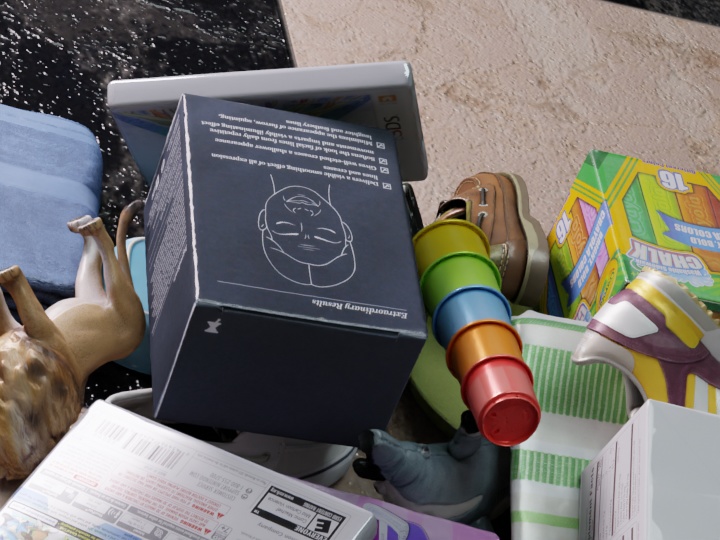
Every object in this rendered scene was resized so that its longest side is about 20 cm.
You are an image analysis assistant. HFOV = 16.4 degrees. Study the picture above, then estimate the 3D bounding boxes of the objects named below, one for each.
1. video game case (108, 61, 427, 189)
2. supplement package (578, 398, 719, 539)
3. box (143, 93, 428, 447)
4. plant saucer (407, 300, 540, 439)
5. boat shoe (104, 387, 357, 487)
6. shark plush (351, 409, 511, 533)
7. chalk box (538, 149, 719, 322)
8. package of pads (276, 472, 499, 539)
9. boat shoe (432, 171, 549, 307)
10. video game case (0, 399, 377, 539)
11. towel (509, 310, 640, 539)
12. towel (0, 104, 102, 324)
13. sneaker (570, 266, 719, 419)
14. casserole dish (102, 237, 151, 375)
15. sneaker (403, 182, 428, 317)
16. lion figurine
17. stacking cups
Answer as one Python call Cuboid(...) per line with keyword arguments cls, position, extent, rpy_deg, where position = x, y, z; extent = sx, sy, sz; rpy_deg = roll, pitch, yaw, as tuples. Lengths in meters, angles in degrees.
Cuboid(cls="video game case", position=(-0.059, -0.094, 1.707), extent=(0.200, 0.182, 0.022), rpy_deg=(-3, 72, 4))
Cuboid(cls="supplement package", position=(0.242, 0.188, 1.515), extent=(0.200, 0.111, 0.156), rpy_deg=(14, 57, -14))
Cuboid(cls="box", position=(-0.052, 0.000, 1.579), extent=(0.148, 0.107, 0.200), rpy_deg=(10, 40, -15))
Cuboid(cls="plant saucer", position=(0.113, 0.084, 1.762), extent=(0.200, 0.031, 0.200), rpy_deg=(16, 36, -12))
Cuboid(cls="boat shoe", position=(-0.084, 0.100, 1.588), extent=(0.200, 0.066, 0.072), rpy_deg=(2, 40, -29))
Cuboid(cls="shark plush", position=(0.047, 0.116, 1.581), extent=(0.200, 0.083, 0.091), rpy_deg=(30, 16, -47))
Cuboid(cls="chalk box", position=(0.211, 0.030, 1.755), extent=(0.125, 0.124, 0.200), rpy_deg=(11, 37, -17))
Cuboid(cls="package of pads", position=(-0.013, 0.193, 1.501), extent=(0.200, 0.076, 0.121), rpy_deg=(17, 36, -10))
Cuboid(cls="boat shoe", position=(0.085, -0.033, 1.828), extent=(0.068, 0.072, 0.200), rpy_deg=(10, 13, -12))
Cuboid(cls="video game case", position=(-0.121, 0.171, 1.416), extent=(0.200, 0.022, 0.182), rpy_deg=(21, 50, 25))
Cuboid(cls="towel", position=(0.163, 0.124, 1.604), extent=(0.152, 0.023, 0.200), rpy_deg=(11, 58, -18))
Cuboid(cls="towel", position=(-0.231, -0.038, 1.698), extent=(0.111, 0.049, 0.200), rpy_deg=(14, 35, -16))
Cuboid(cls="sneaker", position=(0.222, 0.093, 1.598), extent=(0.200, 0.090, 0.075), rpy_deg=(46, -4, -7))
Cuboid(cls="casserole dish", position=(-0.095, 0.030, 1.700), extent=(0.200, 0.039, 0.121), rpy_deg=(13, 36, -15))
Cuboid(cls="sneaker", position=(0.000, 0.000, 1.755), extent=(0.088, 0.074, 0.200), rpy_deg=(-13, 17, 6))
Cuboid(cls="lion figurine", position=(-0.181, 0.041, 1.568), extent=(0.200, 0.072, 0.123), rpy_deg=(-34, 103, -44))
Cuboid(cls="stacking cups", position=(0.079, 0.040, 1.599), extent=(0.060, 0.061, 0.200), rpy_deg=(10, 27, -20))
